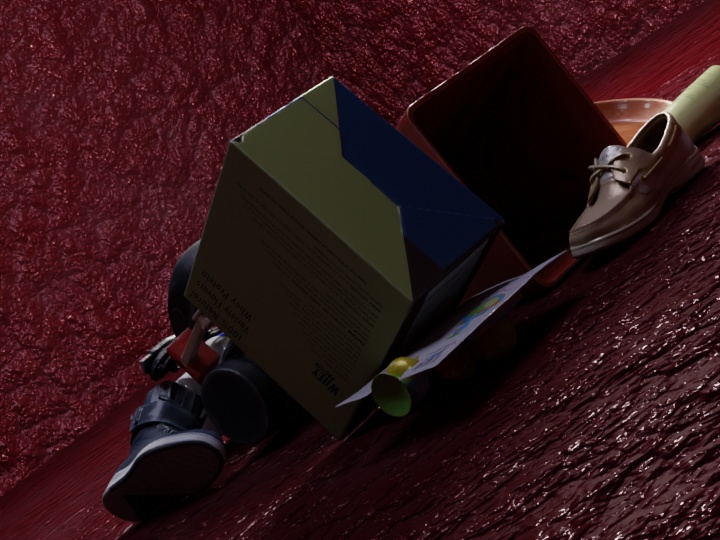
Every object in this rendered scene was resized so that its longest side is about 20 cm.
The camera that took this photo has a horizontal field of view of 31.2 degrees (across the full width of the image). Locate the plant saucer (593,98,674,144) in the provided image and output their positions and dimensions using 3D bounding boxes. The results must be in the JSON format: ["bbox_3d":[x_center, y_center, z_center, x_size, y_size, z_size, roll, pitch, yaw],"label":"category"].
[{"bbox_3d":[0.273,-0.152,1.463,0.197,0.033,0.201,-10,19,4],"label":"plant saucer"}]

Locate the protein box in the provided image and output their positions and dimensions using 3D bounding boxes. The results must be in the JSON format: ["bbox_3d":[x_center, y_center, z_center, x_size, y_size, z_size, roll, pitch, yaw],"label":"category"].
[{"bbox_3d":[-0.020,-0.009,1.091,0.135,0.198,0.201,-37,-19,-40],"label":"protein box"}]

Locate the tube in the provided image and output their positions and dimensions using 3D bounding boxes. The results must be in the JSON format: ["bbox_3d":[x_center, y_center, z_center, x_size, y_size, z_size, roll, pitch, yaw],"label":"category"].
[{"bbox_3d":[0.312,-0.134,1.334,0.199,0.052,0.058,-41,-34,-13],"label":"tube"}]

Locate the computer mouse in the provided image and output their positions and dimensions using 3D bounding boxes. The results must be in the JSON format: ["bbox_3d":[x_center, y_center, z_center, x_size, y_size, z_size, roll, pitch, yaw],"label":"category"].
[{"bbox_3d":[-0.178,0.024,1.396,0.138,0.053,0.201,-37,-18,-37],"label":"computer mouse"}]

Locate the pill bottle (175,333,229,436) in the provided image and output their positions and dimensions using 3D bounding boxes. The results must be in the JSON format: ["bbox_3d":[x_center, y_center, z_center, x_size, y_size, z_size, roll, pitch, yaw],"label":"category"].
[{"bbox_3d":[-0.128,0.113,1.532,0.112,0.113,0.200,-29,8,45],"label":"pill bottle"}]

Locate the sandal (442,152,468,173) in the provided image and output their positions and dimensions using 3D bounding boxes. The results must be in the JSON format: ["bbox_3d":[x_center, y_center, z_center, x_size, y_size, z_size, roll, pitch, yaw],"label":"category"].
[{"bbox_3d":[0.039,-0.106,1.383,0.205,0.060,0.079,-29,14,-1],"label":"sandal"}]

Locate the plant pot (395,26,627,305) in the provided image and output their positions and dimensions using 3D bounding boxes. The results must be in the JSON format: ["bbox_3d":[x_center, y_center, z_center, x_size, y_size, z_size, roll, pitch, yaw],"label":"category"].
[{"bbox_3d":[0.123,-0.075,1.240,0.199,0.201,0.176,-37,-3,-36],"label":"plant pot"}]

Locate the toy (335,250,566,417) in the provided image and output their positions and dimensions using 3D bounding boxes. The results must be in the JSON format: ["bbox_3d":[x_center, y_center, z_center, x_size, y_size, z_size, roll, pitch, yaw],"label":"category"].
[{"bbox_3d":[0.081,0.059,0.996,0.115,0.048,0.199,-28,2,45],"label":"toy"}]

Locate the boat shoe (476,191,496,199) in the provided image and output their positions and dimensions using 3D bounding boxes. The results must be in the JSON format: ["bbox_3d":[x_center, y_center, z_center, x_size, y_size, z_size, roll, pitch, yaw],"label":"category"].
[{"bbox_3d":[0.088,-0.059,1.427,0.199,0.072,0.060,-26,38,35],"label":"boat shoe"}]

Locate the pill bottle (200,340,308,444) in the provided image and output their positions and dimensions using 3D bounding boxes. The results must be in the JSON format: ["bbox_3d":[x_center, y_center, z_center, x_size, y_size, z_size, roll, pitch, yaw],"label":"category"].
[{"bbox_3d":[-0.075,0.093,1.345,0.111,0.113,0.200,-30,6,41],"label":"pill bottle"}]

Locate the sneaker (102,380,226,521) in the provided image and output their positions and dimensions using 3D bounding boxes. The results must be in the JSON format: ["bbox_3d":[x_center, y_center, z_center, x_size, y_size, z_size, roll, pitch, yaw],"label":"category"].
[{"bbox_3d":[-0.190,0.171,1.369,0.201,0.077,0.147,-31,27,44],"label":"sneaker"}]

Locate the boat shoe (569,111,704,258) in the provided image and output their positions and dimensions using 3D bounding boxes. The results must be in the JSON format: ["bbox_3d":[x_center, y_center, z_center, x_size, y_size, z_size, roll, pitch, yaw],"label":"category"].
[{"bbox_3d":[0.234,-0.079,1.144,0.073,0.070,0.200,-20,14,45],"label":"boat shoe"}]

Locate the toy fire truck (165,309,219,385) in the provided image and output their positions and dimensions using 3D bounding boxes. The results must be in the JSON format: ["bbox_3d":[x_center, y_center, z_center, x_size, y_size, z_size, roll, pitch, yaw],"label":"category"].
[{"bbox_3d":[-0.131,0.027,1.314,0.141,0.049,0.200,-45,-10,-24],"label":"toy fire truck"}]
